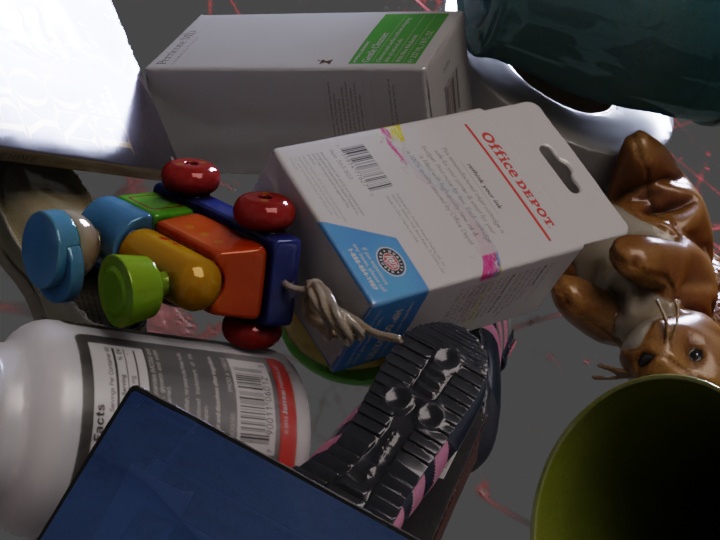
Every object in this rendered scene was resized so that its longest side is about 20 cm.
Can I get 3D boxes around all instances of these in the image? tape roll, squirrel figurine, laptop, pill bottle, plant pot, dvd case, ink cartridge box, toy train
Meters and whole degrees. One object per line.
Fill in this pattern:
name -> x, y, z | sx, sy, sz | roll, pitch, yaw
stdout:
tape roll -> 0.120, -0.110, 1.205 | 0.202, 0.139, 0.203 | 20, 38, -17
squirrel figurine -> 0.225, 0.039, 1.106 | 0.200, 0.141, 0.187 | 33, 24, -43
laptop -> -0.078, 0.192, 0.712 | 0.187, 0.116, 0.201 | 30, 70, -7
pill bottle -> -0.137, 0.088, 0.838 | 0.199, 0.116, 0.116 | 9, 46, -29
plant pot -> 0.243, 0.177, 1.005 | 0.200, 0.187, 0.188 | 18, 40, -44
plant pot -> 0.172, -0.209, 1.091 | 0.187, 0.201, 0.201 | 4, 47, -13
dvd case -> -0.200, -0.129, 0.961 | 0.200, 0.016, 0.149 | 3, 59, -58
ink cartridge box -> 0.046, -0.025, 0.914 | 0.199, 0.068, 0.115 | -14, 60, -35
toy train -> -0.085, 0.006, 0.824 | 0.115, 0.085, 0.200 | -9, 24, -40

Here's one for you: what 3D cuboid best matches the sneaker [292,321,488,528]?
sneaker -> 0.000, 0.121, 0.827 | 0.070, 0.082, 0.200 | 37, 67, 19

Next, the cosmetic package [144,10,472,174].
cosmetic package -> -0.033, -0.121, 1.070 | 0.199, 0.085, 0.108 | 3, 31, 17

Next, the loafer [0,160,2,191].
loafer -> -0.235, -0.047, 0.891 | 0.072, 0.063, 0.201 | 3, 71, -25

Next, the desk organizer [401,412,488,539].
desk organizer -> 0.009, 0.162, 0.885 | 0.071, 0.077, 0.200 | 14, 37, 14

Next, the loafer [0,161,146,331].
loafer -> -0.173, -0.010, 0.947 | 0.075, 0.068, 0.200 | -6, 55, -41

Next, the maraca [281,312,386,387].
maraca -> 0.000, 0.000, 1.014 | 0.200, 0.137, 0.107 | 49, -9, 47

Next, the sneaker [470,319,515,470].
sneaker -> 0.080, 0.057, 1.060 | 0.082, 0.070, 0.201 | 34, 42, -36
